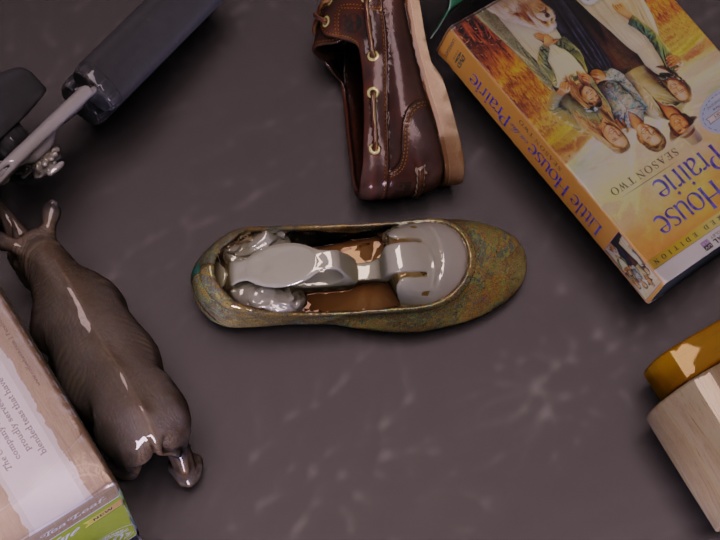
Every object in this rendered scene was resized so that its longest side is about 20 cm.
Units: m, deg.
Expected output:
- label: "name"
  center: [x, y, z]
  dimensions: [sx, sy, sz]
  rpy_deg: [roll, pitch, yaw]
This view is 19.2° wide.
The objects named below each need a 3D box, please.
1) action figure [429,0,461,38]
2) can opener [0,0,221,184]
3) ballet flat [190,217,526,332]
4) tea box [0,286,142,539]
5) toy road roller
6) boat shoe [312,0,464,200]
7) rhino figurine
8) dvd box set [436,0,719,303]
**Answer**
- label: "action figure"
  center: [0.101, -0.227, 1.280]
  dimensions: [0.055, 0.119, 0.200]
  rpy_deg: [31, 41, 31]
- label: "can opener"
  center: [-0.159, -0.119, 1.245]
  dimensions: [0.200, 0.053, 0.067]
  rpy_deg: [-44, 98, -26]
- label: "ballet flat"
  center: [0.000, 0.000, 1.235]
  dimensions: [0.199, 0.071, 0.071]
  rpy_deg: [-3, 73, -2]
- label: "tea box"
  center: [-0.225, 0.086, 1.139]
  dimensions: [0.133, 0.197, 0.200]
  rpy_deg: [-31, 76, -9]
- label: "toy road roller"
  center: [0.267, 0.055, 1.178]
  dimensions: [0.199, 0.146, 0.123]
  rpy_deg: [-29, 75, -9]
- label: "boat shoe"
  center: [0.006, -0.139, 1.274]
  dimensions: [0.070, 0.070, 0.201]
  rpy_deg: [-12, 73, -8]
- label: "rhino figurine"
  center: [-0.157, 0.034, 1.211]
  dimensions: [0.060, 0.088, 0.200]
  rpy_deg: [-30, 71, -11]
- label: "dvd box set"
  center: [0.161, -0.094, 1.263]
  dimensions: [0.146, 0.029, 0.200]
  rpy_deg: [-31, 75, -28]
